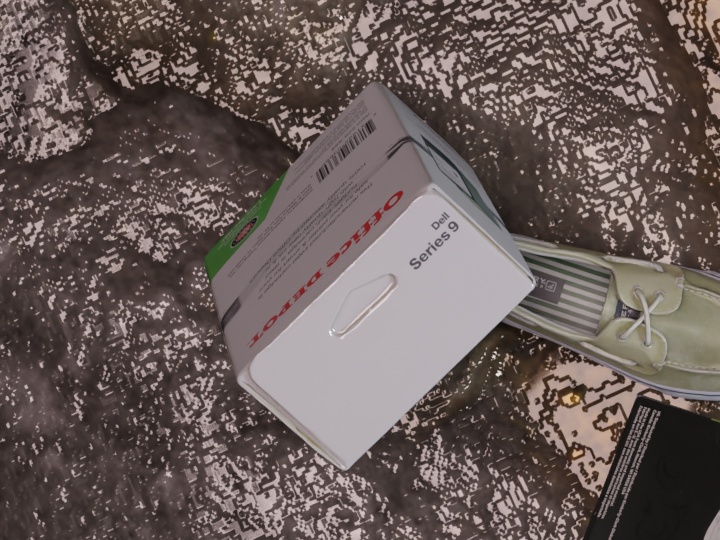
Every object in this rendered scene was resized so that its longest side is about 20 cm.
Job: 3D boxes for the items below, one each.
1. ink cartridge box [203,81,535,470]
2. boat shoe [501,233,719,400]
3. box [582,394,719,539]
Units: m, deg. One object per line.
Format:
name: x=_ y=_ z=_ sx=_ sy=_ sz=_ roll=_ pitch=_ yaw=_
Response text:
ink cartridge box: x=0.000 y=0.000 z=1.584 sx=0.084 sy=0.200 sz=0.146 roll=42 pitch=99 yaw=-19
boat shoe: x=0.143 y=0.026 z=1.627 sx=0.200 sy=0.062 sz=0.072 roll=14 pitch=92 yaw=13
box: x=0.231 y=0.164 z=1.525 sx=0.200 sy=0.149 sz=0.124 roll=18 pitch=80 yaw=31
